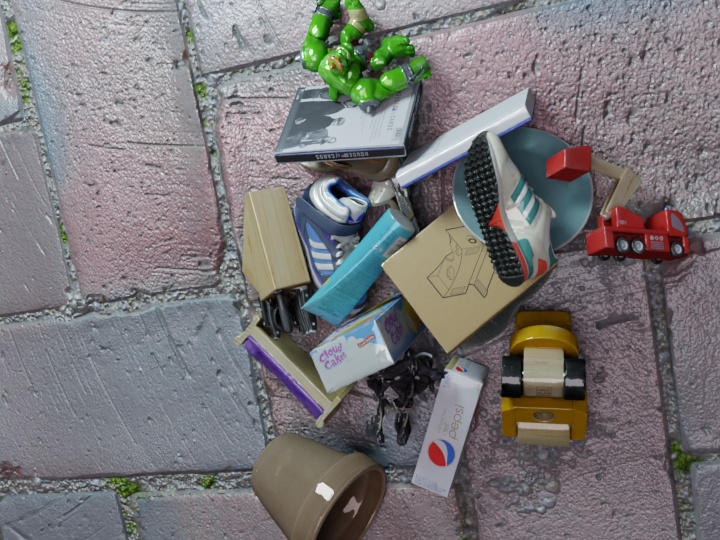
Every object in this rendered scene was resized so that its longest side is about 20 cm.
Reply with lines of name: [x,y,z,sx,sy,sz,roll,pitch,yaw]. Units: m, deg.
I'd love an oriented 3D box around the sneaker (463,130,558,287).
sneaker: [0.202,-0.086,1.120,0.070,0.092,0.204,-18,88,62]

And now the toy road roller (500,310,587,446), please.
toy road roller: [0.268,0.151,1.250,0.120,0.148,0.202,1,139,12]

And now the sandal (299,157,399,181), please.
sandal: [-0.030,-0.181,1.273,0.197,0.054,0.082,20,96,38]

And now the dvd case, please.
dvd case: [-0.016,-0.218,1.242,0.195,0.152,0.025,0,139,19]

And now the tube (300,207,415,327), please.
tube: [0.000,0.000,1.255,0.077,0.051,0.201,29,112,-30]

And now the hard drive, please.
hard drive: [0.149,-0.185,1.193,0.197,0.132,0.026,-27,104,22]

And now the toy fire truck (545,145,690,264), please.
toy fire truck: [0.349,-0.087,1.153,0.195,0.049,0.145,3,77,-20]

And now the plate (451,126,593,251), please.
plate: [0.224,-0.109,1.194,0.195,0.026,0.205,-1,67,2]

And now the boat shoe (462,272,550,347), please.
boat shoe: [0.203,0.035,1.268,0.074,0.065,0.203,38,117,-6]

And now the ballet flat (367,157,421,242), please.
ballet flat: [0.048,-0.091,1.276,0.071,0.072,0.205,-14,99,21]

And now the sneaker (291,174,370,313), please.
sneaker: [-0.023,-0.044,1.283,0.146,0.080,0.203,-32,85,55]

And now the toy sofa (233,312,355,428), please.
toy sofa: [-0.113,0.162,1.387,0.200,0.083,0.098,44,110,5]

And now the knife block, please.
knife block: [-0.117,-0.001,1.303,0.175,0.063,0.204,44,136,45]

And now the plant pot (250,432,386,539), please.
plant pot: [-0.080,0.355,1.381,0.173,0.199,0.204,29,111,30]

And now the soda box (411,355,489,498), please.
soda box: [0.139,0.241,1.327,0.062,0.068,0.204,19,108,14]

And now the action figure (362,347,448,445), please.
action figure: [0.058,0.172,1.295,0.116,0.103,0.203,0,131,-18]

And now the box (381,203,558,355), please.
box: [0.150,-0.008,1.201,0.199,0.021,0.164,-38,70,-1]

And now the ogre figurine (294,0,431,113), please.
ogre figurine: [-0.005,-0.306,1.232,0.199,0.098,0.121,41,78,-8]

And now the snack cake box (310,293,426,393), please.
snack cake box: [0.017,0.100,1.265,0.113,0.200,0.068,-25,94,21]
